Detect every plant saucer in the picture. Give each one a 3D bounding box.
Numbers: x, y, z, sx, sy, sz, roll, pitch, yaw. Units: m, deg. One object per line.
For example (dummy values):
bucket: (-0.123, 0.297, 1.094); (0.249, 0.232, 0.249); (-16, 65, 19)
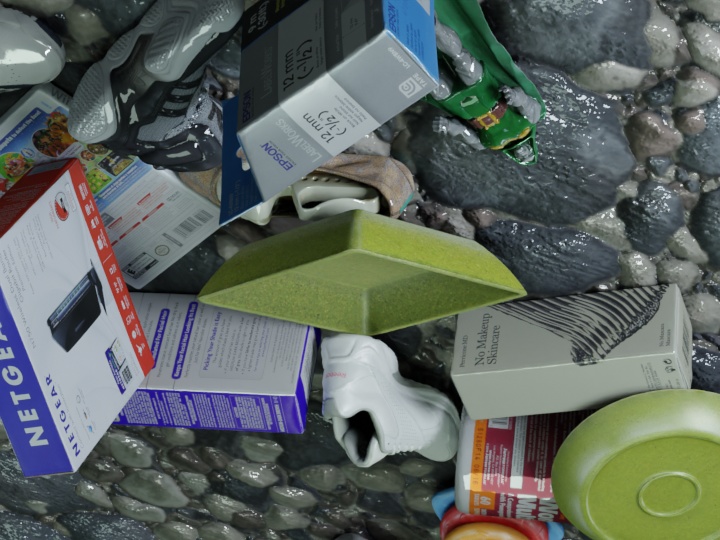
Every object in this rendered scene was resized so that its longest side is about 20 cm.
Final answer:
plant saucer: (0.000, 0.000, 1.586); (0.199, 0.048, 0.199); (14, 159, -41)
plant saucer: (0.266, 0.185, 1.669); (0.199, 0.031, 0.201); (-1, 130, -2)

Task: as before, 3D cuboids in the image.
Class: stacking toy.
stacking toy: (0.123, 0.308, 1.852); (0.109, 0.201, 0.116); (-18, 133, 28)

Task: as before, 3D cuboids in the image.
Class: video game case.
video game case: (-0.227, -0.069, 1.636); (0.200, 0.018, 0.143); (34, 135, -25)

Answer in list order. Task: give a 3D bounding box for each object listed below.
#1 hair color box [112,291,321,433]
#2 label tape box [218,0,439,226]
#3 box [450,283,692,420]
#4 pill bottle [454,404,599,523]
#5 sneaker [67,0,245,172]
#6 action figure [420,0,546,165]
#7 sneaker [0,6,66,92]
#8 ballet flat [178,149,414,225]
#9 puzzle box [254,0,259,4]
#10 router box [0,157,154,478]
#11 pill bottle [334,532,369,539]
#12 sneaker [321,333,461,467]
hair color box: (-0.142, 0.081, 1.719); (0.199, 0.110, 0.065); (3, 140, 9)
label tape box: (-0.041, -0.141, 1.357); (0.199, 0.144, 0.066); (-30, 127, 24)
box: (0.183, 0.071, 1.662); (0.199, 0.082, 0.069); (-8, 137, 18)
pill bottle: (0.189, 0.176, 1.757); (0.199, 0.110, 0.110); (5, 139, 6)
sneaker: (-0.131, -0.145, 1.493); (0.114, 0.076, 0.200); (29, 134, -32)
action figure: (0.083, -0.135, 1.456); (0.118, 0.055, 0.200); (-24, 143, 25)
sneaker: (-0.335, -0.137, 1.496); (0.198, 0.130, 0.080); (5, 140, 5)
ballet flat: (-0.057, -0.067, 1.564); (0.199, 0.067, 0.068); (2, 130, 10)
puzzle box: (-0.009, -0.213, 1.421); (0.132, 0.026, 0.201); (12, 139, -2)
router box: (-0.250, 0.037, 1.566); (0.049, 0.180, 0.201); (-9, 114, 21)
pill bottle: (0.048, 0.362, 1.994); (0.199, 0.114, 0.114); (29, 136, -19)
sneaker: (0.020, 0.140, 1.745); (0.078, 0.100, 0.200); (-6, 148, 38)
